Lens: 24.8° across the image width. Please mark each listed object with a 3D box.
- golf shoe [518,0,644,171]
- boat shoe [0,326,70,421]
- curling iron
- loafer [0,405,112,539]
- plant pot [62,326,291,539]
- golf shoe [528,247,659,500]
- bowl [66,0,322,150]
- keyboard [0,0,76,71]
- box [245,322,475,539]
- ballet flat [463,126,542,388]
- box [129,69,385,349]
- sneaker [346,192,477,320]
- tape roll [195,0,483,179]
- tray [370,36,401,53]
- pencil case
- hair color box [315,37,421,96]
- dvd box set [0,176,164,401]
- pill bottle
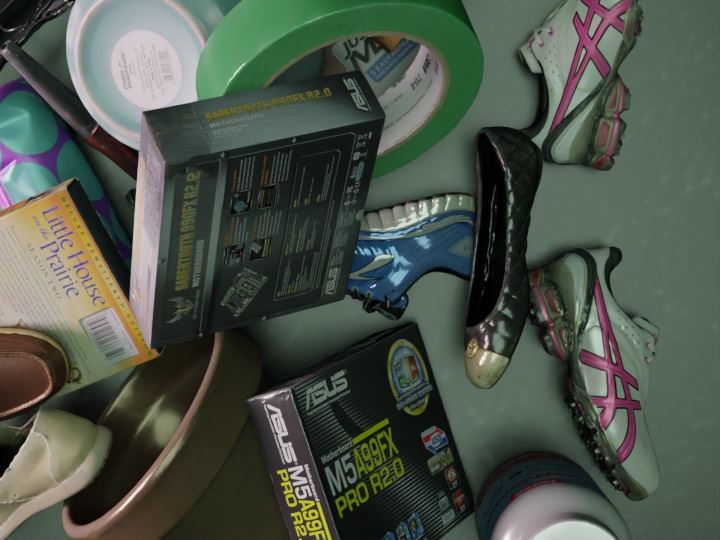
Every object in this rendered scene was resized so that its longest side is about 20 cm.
[{"bbox_3d":[0.171,-0.182,1.274,0.091,0.073,0.202,9,93,1],"label":"golf shoe"},{"bbox_3d":[-0.310,0.093,1.206,0.198,0.068,0.073,-10,112,14],"label":"boat shoe"},{"bbox_3d":[-0.202,-0.102,1.258,0.025,0.050,0.200,-30,118,17],"label":"curling iron"},{"bbox_3d":[-0.274,0.157,1.262,0.199,0.076,0.068,-33,114,28],"label":"loafer"},{"bbox_3d":[-0.103,0.160,1.250,0.174,0.200,0.201,38,93,-21],"label":"plant pot"},{"bbox_3d":[0.199,0.080,1.282,0.091,0.073,0.202,-22,93,0],"label":"golf shoe"},{"bbox_3d":[-0.138,-0.166,1.218,0.199,0.105,0.203,8,113,18],"label":"bowl"},{"bbox_3d":[-0.283,-0.196,1.266,0.200,0.021,0.127,-44,49,3],"label":"keyboard"},{"bbox_3d":[0.006,0.141,1.233,0.044,0.200,0.162,-15,94,31],"label":"box"},{"bbox_3d":[0.098,-0.011,1.251,0.056,0.066,0.202,12,79,-30],"label":"ballet flat"},{"bbox_3d":[-0.075,-0.039,1.132,0.157,0.201,0.049,-14,54,-20],"label":"box"},{"bbox_3d":[0.000,0.000,1.282,0.198,0.079,0.090,-13,91,0],"label":"sneaker"},{"bbox_3d":[-0.014,-0.133,1.143,0.199,0.201,0.048,-21,59,1],"label":"tape roll"},{"bbox_3d":[0.080,-0.258,1.220,0.037,0.099,0.200,39,69,-3],"label":"tray"},{"bbox_3d":[-0.243,-0.045,1.272,0.092,0.085,0.201,-30,94,-42],"label":"pencil case"},{"bbox_3d":[-0.027,-0.199,1.277,0.111,0.064,0.200,-44,91,3],"label":"hair color box"},{"bbox_3d":[-0.263,0.032,1.226,0.199,0.029,0.147,-22,109,18],"label":"dvd box set"},{"bbox_3d":[0.146,0.206,1.232,0.108,0.200,0.110,0,93,-1],"label":"pill bottle"}]
